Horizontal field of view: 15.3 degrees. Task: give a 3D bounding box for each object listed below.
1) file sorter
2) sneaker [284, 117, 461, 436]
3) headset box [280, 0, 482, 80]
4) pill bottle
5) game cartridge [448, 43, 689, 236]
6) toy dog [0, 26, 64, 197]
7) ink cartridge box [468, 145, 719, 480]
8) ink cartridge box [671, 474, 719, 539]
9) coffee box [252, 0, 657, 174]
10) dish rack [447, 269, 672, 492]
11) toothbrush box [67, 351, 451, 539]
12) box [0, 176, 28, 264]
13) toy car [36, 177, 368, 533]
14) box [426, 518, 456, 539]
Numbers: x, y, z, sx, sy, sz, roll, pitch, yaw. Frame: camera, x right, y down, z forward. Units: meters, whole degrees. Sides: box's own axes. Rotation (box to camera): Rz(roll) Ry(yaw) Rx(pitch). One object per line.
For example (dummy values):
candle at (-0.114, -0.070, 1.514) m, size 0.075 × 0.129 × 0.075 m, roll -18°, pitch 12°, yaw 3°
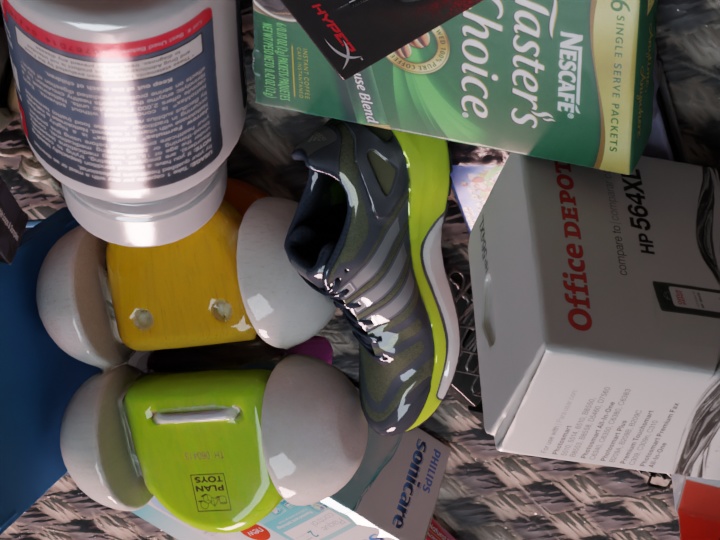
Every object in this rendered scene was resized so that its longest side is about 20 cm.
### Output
file sorter at (-0.237, 0.057, 1.524) m, size 0.123 × 0.200 × 0.139 m, roll -4°, pitch 103°, yaw 15°
sneaker at (0.000, 0.000, 1.407) m, size 0.074 × 0.081 × 0.200 m, roll 32°, pitch 134°, yaw 51°
headset box at (0.035, -0.197, 1.153) m, size 0.200 × 0.075 × 0.149 m, roll -29°, pitch 130°, yaw 13°
pill bottle at (-0.119, -0.105, 1.368) m, size 0.120 × 0.120 × 0.200 m, roll 12°, pitch 145°, yaw 10°
game cartridge at (0.110, -0.049, 1.415) m, size 0.130 × 0.038 × 0.200 m, roll -1°, pitch 141°, yaw 20°
toy dog at (-0.225, -0.071, 1.487) m, size 0.132 × 0.096 × 0.200 m, roll 10°, pitch 145°, yaw 14°
ink cartridge box at (0.164, 0.023, 1.339) m, size 0.200 × 0.146 × 0.084 m, roll 8°, pitch 137°, yaw -14°
ink cartridge box at (0.242, 0.106, 1.392) m, size 0.162 × 0.200 × 0.057 m, roll 14°, pitch 133°, yaw -15°
coffee box at (0.045, -0.122, 1.306) m, size 0.200 × 0.044 × 0.123 m, roll 13°, pitch 131°, yaw 14°
dish rack at (0.097, 0.053, 1.478) m, size 0.153 × 0.055 × 0.200 m, roll 42°, pitch 164°, yaw -31°
toothbrush box at (-0.068, 0.117, 1.684) m, size 0.200 × 0.085 × 0.146 m, roll 33°, pitch 143°, yaw -22°
box at (-0.286, -0.061, 1.409) m, size 0.200 × 0.036 × 0.143 m, roll 13°, pitch 164°, yaw 10°
toy car at (-0.076, 0.044, 1.515) m, size 0.175 × 0.150 × 0.200 m, roll -6°, pitch 98°, yaw 23°
box at (0.051, 0.258, 1.807) m, size 0.095 × 0.100 × 0.200 m, roll -14°, pitch 133°, yaw 39°
